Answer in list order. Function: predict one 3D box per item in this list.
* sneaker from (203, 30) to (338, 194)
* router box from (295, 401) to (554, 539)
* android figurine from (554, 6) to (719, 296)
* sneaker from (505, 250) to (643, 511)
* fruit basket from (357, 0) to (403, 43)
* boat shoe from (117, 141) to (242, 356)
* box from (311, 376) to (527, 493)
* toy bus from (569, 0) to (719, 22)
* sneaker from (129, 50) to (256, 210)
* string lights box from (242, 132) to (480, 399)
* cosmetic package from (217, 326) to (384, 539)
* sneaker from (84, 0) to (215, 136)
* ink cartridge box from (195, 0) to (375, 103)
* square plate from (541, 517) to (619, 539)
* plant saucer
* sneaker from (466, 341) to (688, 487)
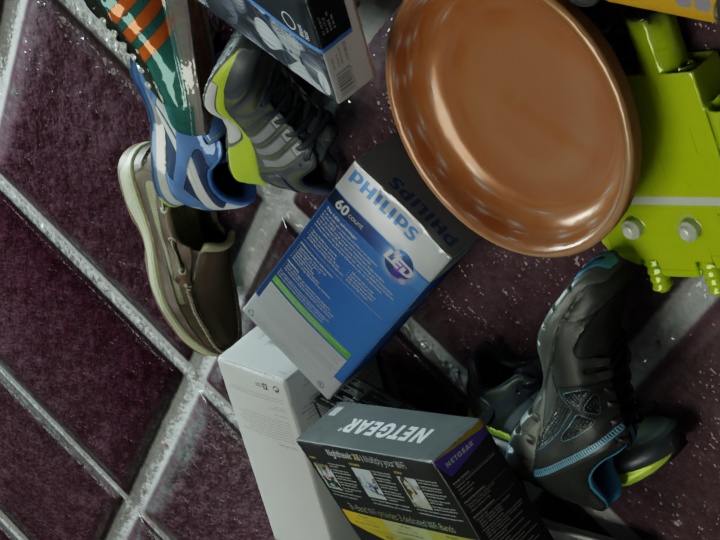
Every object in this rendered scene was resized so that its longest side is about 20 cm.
[{"bbox_3d":[-0.058,-0.119,1.294,0.081,0.074,0.200,19,161,15],"label":"sneaker"},{"bbox_3d":[0.055,0.178,1.292,0.200,0.052,0.157,1,126,60],"label":"router box"},{"bbox_3d":[0.185,-0.073,1.119,0.182,0.041,0.200,5,123,46],"label":"android figurine"},{"bbox_3d":[0.162,0.076,1.195,0.082,0.073,0.200,29,132,25],"label":"sneaker"},{"bbox_3d":[-0.051,-0.230,1.198,0.185,0.094,0.200,51,148,1],"label":"fruit basket"},{"bbox_3d":[-0.142,-0.015,1.511,0.075,0.075,0.203,-3,119,42],"label":"boat shoe"},{"bbox_3d":[0.066,0.191,1.411,0.200,0.048,0.193,25,148,44],"label":"box"},{"bbox_3d":[0.172,-0.192,1.004,0.200,0.065,0.078,19,133,38],"label":"toy bus"},{"bbox_3d":[-0.126,-0.132,1.389,0.082,0.074,0.200,19,136,31],"label":"sneaker"},{"bbox_3d":[0.000,0.000,1.344,0.103,0.059,0.200,46,134,6],"label":"string lights box"},{"bbox_3d":[-0.035,0.137,1.497,0.085,0.108,0.200,16,131,39],"label":"cosmetic package"},{"bbox_3d":[-0.160,-0.192,1.293,0.080,0.071,0.200,-9,108,10],"label":"sneaker"},{"bbox_3d":[-0.075,-0.196,1.158,0.200,0.039,0.100,40,162,35],"label":"ink cartridge box"},{"bbox_3d":[0.176,0.278,1.455,0.200,0.028,0.198,12,130,42],"label":"square plate"},{"bbox_3d":[0.101,-0.105,1.125,0.200,0.037,0.200,28,135,32],"label":"plant saucer"},{"bbox_3d":[0.149,0.104,1.294,0.200,0.074,0.081,8,124,42],"label":"sneaker"}]
